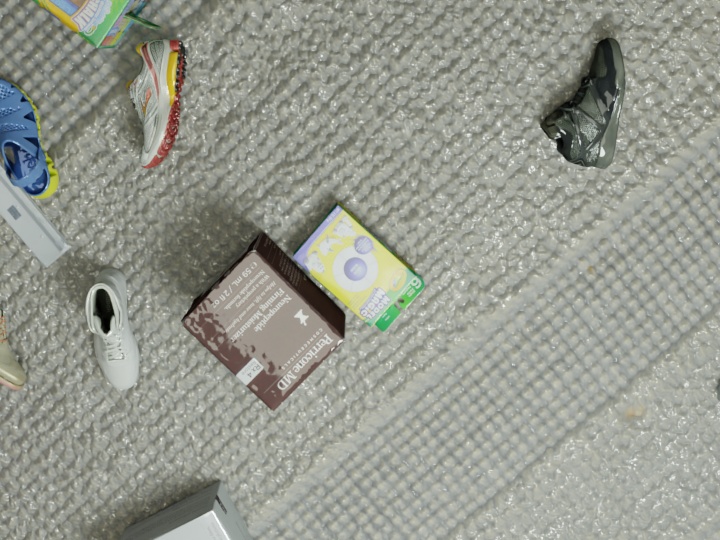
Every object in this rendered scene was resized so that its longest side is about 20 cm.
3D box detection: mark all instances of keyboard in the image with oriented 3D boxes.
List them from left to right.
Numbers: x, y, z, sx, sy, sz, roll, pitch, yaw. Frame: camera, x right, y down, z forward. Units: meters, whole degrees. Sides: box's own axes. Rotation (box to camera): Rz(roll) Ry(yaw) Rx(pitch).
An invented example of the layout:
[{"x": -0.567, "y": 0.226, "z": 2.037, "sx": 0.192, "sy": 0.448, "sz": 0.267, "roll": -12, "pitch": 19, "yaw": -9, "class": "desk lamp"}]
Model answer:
[{"x": -0.552, "y": -0.098, "z": 1.771, "sx": 0.056, "sy": 0.011, "sz": 0.201, "roll": -37, "pitch": 99, "yaw": 11, "class": "keyboard"}]

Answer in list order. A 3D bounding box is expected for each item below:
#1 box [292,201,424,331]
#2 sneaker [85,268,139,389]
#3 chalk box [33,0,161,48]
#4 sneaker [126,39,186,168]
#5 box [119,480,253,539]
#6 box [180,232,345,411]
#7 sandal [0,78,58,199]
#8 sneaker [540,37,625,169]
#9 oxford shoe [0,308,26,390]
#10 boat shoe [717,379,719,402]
[{"x": 0.000, "y": 0.000, "z": 1.774, "sx": 0.200, "sy": 0.048, "sz": 0.118, "roll": 41, "pitch": 98, "yaw": -9, "class": "box"}, {"x": -0.402, "y": 0.107, "z": 1.757, "sx": 0.073, "sy": 0.116, "sz": 0.202, "roll": -7, "pitch": 102, "yaw": -1, "class": "sneaker"}, {"x": -0.392, "y": -0.414, "z": 1.645, "sx": 0.199, "sy": 0.124, "sz": 0.124, "roll": 38, "pitch": 98, "yaw": -6, "class": "chalk box"}, {"x": -0.323, "y": -0.260, "z": 1.714, "sx": 0.081, "sy": 0.078, "sz": 0.202, "roll": 8, "pitch": 91, "yaw": 2, "class": "sneaker"}, {"x": -0.276, "y": 0.494, "z": 1.823, "sx": 0.198, "sy": 0.131, "sz": 0.200, "roll": -26, "pitch": 100, "yaw": 5, "class": "box"}, {"x": -0.147, "y": 0.075, "z": 1.726, "sx": 0.200, "sy": 0.164, "sz": 0.166, "roll": 44, "pitch": 97, "yaw": -8, "class": "box"}, {"x": -0.535, "y": -0.205, "z": 1.711, "sx": 0.079, "sy": 0.087, "sz": 0.202, "roll": -24, "pitch": 98, "yaw": 6, "class": "sandal"}, {"x": 0.346, "y": -0.262, "z": 1.711, "sx": 0.113, "sy": 0.076, "sz": 0.202, "roll": 5, "pitch": 106, "yaw": -8, "class": "sneaker"}, {"x": -0.599, "y": 0.103, "z": 1.777, "sx": 0.074, "sy": 0.071, "sz": 0.201, "roll": -37, "pitch": 99, "yaw": 4, "class": "oxford shoe"}, {"x": 0.653, "y": 0.137, "z": 1.793, "sx": 0.063, "sy": 0.071, "sz": 0.201, "roll": 27, "pitch": 98, "yaw": -4, "class": "boat shoe"}]
